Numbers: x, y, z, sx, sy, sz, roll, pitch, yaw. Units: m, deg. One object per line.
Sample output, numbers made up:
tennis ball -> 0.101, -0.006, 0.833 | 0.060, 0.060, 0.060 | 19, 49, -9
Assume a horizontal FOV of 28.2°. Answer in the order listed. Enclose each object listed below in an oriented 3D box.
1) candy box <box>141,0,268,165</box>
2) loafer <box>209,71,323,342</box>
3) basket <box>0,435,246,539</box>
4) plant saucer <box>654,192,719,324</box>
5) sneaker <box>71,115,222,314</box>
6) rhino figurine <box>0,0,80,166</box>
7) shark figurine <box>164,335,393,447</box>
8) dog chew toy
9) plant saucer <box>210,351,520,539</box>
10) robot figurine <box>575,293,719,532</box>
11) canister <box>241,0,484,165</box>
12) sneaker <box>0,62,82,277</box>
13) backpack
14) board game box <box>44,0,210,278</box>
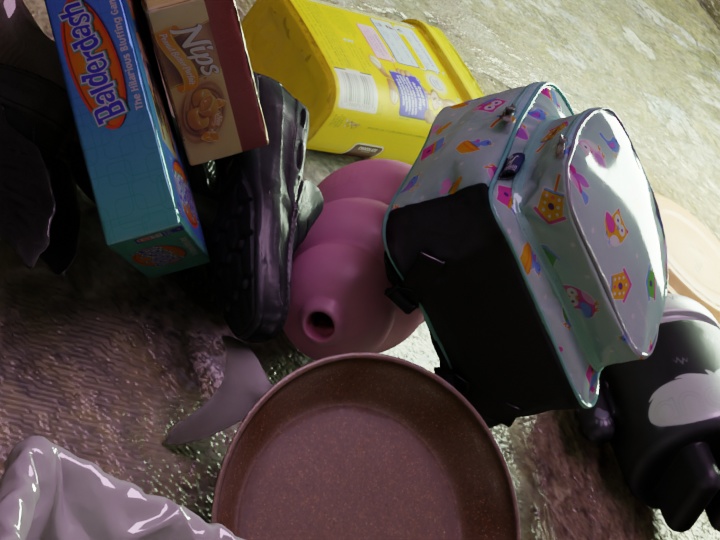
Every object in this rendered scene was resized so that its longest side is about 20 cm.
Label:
candy box -> -0.110, -0.175, 0.898 | 0.201, 0.055, 0.116 | -109, -175, -45
loafer -> -0.054, -0.042, 0.903 | 0.070, 0.068, 0.202 | 17, 48, -26
basket -> -0.098, 0.215, 0.557 | 0.199, 0.161, 0.199 | 30, 32, -21
plant saucer -> 0.345, -0.011, 1.517 | 0.199, 0.032, 0.201 | 30, 33, -22
sneaker -> -0.124, -0.070, 0.973 | 0.200, 0.076, 0.114 | 46, 28, -3
rhino figurine -> -0.239, -0.145, 0.909 | 0.201, 0.087, 0.060 | 51, 30, 12
shark figurine -> -0.007, 0.114, 0.889 | 0.127, 0.091, 0.213 | 23, 4, 39
dog chew toy -> 0.000, 0.000, 0.977 | 0.124, 0.125, 0.200 | 43, 26, -2
plant saucer -> 0.001, 0.149, 0.815 | 0.198, 0.037, 0.203 | 7, 76, -28
robot figurine -> 0.256, 0.114, 1.163 | 0.150, 0.124, 0.201 | 41, 25, -42
canister -> 0.003, -0.160, 1.231 | 0.199, 0.087, 0.149 | 4, 48, -47
sneaker -> -0.236, -0.071, 0.832 | 0.198, 0.105, 0.060 | 17, -9, 25
backpack -> 0.111, -0.025, 0.921 | 0.177, 0.152, 0.201 | 59, 25, -25
board game box -> -0.140, -0.105, 0.836 | 0.152, 0.044, 0.203 | 90, -16, -82
